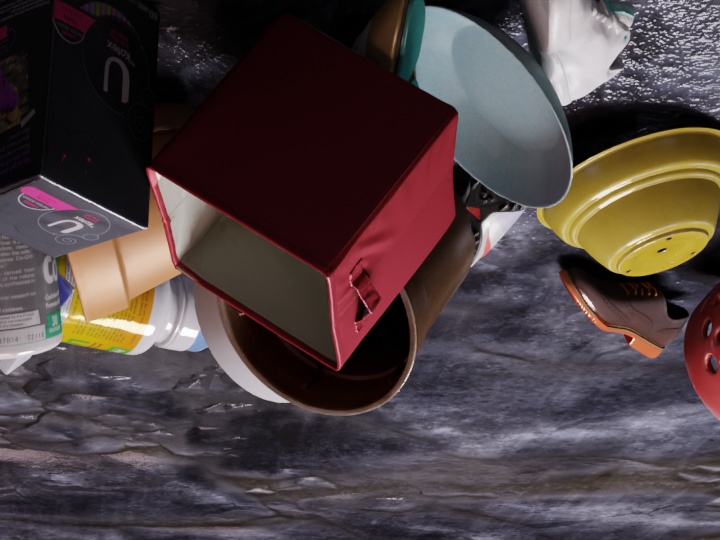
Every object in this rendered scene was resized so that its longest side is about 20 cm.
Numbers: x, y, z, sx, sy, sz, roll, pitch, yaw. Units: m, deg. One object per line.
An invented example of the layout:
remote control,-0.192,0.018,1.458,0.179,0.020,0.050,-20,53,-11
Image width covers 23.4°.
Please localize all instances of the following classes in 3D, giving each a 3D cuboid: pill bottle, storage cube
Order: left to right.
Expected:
pill bottle,-0.336,-0.025,1.587,0.113,0.200,0.113,-3,-171,1
pill bottle,-0.273,0.030,1.863,0.200,0.111,0.111,13,154,-30
storage cube,-0.038,-0.061,1.396,0.200,0.180,0.171,30,157,18

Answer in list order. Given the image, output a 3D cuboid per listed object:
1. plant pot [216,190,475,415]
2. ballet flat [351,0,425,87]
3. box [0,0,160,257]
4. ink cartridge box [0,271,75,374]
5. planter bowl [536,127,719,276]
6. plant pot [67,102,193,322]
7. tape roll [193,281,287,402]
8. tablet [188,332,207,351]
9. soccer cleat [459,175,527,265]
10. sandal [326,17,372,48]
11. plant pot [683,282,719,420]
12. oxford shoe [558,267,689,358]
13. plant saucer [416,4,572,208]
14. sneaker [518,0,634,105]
plant pot,0.000,0.000,1.611,0.200,0.200,0.198,-16,-164,33
ballet flat,0.019,-0.159,1.425,0.063,0.069,0.200,14,145,14
box,-0.237,-0.129,1.359,0.106,0.200,0.122,-15,154,32
ink cartridge box,-0.384,-0.005,1.717,0.200,0.041,0.200,46,148,1
planter bowl,0.276,-0.050,1.654,0.200,0.084,0.200,-15,157,-6
plant pot,-0.204,-0.066,1.553,0.140,0.200,0.200,-14,159,-10
tape roll,-0.069,0.030,1.751,0.202,0.203,0.071,19,150,-39
tablet,-0.242,0.056,2.059,0.200,0.014,0.130,17,152,-35
soccer cleat,0.137,-0.077,1.695,0.068,0.073,0.200,43,136,6
sandal,-0.019,-0.151,1.511,0.075,0.048,0.200,3,157,-10
plant pot,0.473,0.063,1.865,0.200,0.201,0.183,5,148,-14
oxford shoe,0.298,0.031,1.967,0.073,0.071,0.200,-43,137,19
plant saucer,0.111,-0.143,1.432,0.039,0.201,0.201,-41,169,-21
sneaker,0.177,-0.202,1.386,0.088,0.075,0.200,-18,160,2
